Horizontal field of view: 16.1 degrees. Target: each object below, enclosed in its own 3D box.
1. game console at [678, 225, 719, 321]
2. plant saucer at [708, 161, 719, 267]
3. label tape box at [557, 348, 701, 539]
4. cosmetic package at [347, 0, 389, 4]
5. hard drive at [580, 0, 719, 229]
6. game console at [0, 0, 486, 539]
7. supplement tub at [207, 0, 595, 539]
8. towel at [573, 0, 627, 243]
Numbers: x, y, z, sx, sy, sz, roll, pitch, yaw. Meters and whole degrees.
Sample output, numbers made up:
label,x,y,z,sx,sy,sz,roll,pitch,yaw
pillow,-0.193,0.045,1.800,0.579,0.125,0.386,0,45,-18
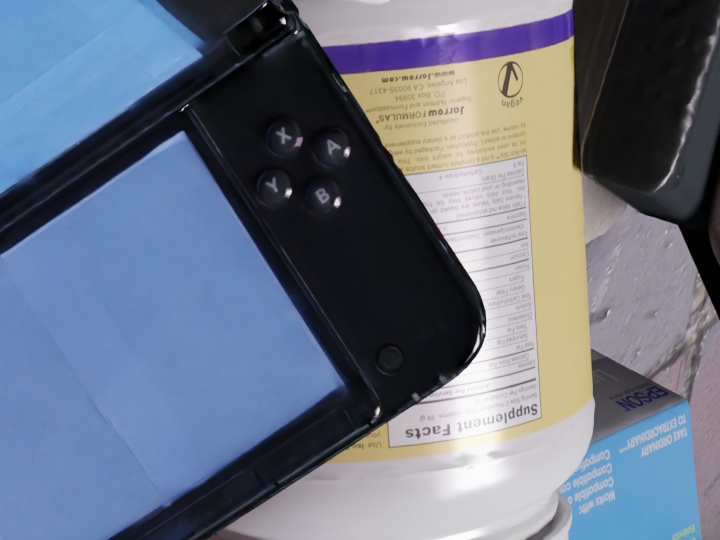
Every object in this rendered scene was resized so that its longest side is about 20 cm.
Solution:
label,x,y,z,sx,sy,sz,roll,pitch,yaw
game console,0.168,-0.089,1.086,0.176,0.116,0.200,-49,152,-18
plant saucer,0.162,-0.075,0.913,0.200,0.036,0.202,18,90,-78
label tape box,0.055,0.074,0.971,0.143,0.199,0.067,-16,126,-52
cosmetic package,-0.055,-0.164,0.538,0.052,0.150,0.202,5,93,-58
hard drive,0.119,-0.088,0.859,0.200,0.033,0.141,11,97,-79
game console,-0.093,0.008,0.677,0.199,0.173,0.119,-33,-179,12
supplement tub,0.000,0.000,0.800,0.145,0.145,0.202,-19,109,-51
towel,0.071,-0.084,0.908,0.132,0.034,0.201,-26,137,-46
